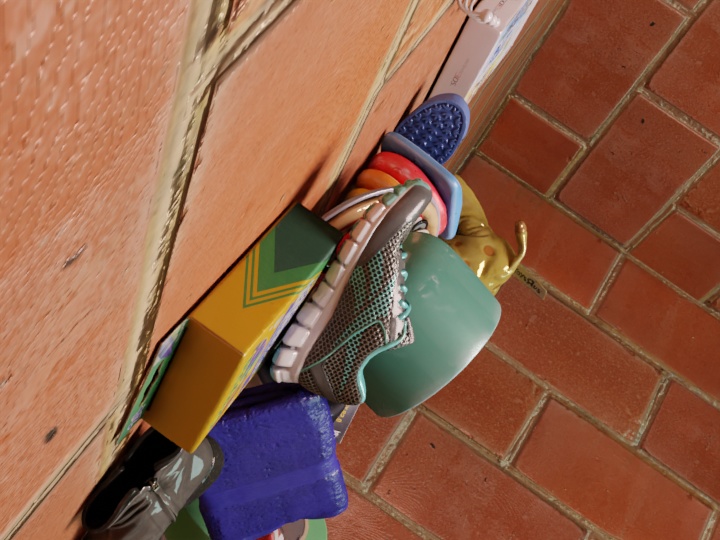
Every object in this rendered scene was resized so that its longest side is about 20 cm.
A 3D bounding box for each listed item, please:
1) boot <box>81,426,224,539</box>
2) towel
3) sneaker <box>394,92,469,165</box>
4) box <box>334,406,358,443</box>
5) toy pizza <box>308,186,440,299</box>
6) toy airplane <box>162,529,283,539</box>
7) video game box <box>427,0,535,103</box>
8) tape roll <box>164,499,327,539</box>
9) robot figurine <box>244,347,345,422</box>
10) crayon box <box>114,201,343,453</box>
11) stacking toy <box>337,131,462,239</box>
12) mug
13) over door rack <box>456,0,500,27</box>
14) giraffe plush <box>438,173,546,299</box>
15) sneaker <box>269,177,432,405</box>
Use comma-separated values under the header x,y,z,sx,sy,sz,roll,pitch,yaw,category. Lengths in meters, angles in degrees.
x,y,z,sx,sy,sz,roll,pitch,yaw,category
-0.202,0.206,0.896,0.200,0.068,0.131,-53,164,-3,boot
-0.095,0.184,1.054,0.147,0.050,0.201,-16,134,-8,towel
0.068,-0.142,1.239,0.200,0.070,0.078,-49,-175,45,sneaker
-0.033,0.099,1.380,0.159,0.048,0.200,-64,-158,17,box
0.000,0.000,1.061,0.200,0.032,0.201,-27,149,-18,toy pizza
-0.190,0.315,1.354,0.199,0.142,0.200,-24,-175,-18,toy airplane
0.156,-0.281,1.269,0.182,0.047,0.200,-56,177,-29,video game box
-0.134,0.276,1.225,0.048,0.200,0.200,-56,177,20,tape roll
-0.089,0.145,1.177,0.200,0.125,0.150,-52,174,33,robot figurine
-0.095,0.050,0.817,0.200,0.051,0.126,-51,175,-49,crayon box
0.004,-0.038,1.121,0.200,0.110,0.116,-43,157,-21,stacking toy
0.022,0.046,0.980,0.185,0.114,0.152,-35,-167,30,mug
0.164,-0.303,0.956,0.200,0.066,0.148,-56,178,13,over door rack
0.088,0.008,1.246,0.162,0.200,0.173,-30,136,-32,giraffe plush
0.012,0.021,0.872,0.200,0.091,0.078,-58,180,10,sneaker
